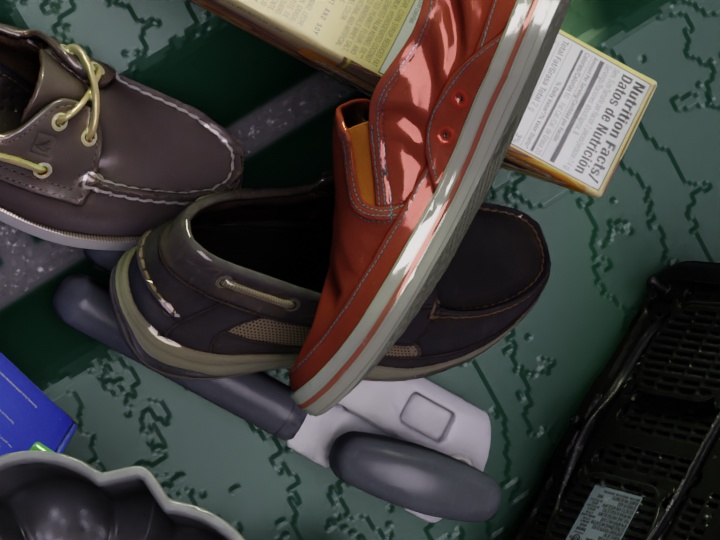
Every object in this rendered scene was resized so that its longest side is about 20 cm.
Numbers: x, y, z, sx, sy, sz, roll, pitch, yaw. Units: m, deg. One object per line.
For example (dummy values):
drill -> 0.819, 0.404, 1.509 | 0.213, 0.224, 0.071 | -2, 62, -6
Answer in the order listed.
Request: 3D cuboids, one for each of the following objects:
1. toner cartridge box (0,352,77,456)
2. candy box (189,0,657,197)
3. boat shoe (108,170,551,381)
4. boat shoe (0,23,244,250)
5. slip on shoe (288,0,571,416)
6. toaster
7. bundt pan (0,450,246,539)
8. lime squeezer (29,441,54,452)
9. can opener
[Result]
toner cartridge box -> -0.208, 0.032, 1.001 | 0.200, 0.043, 0.095 | 45, 41, -16
candy box -> 0.006, -0.100, 1.032 | 0.199, 0.115, 0.055 | 26, 91, -17
boat shoe -> 0.000, 0.000, 1.038 | 0.199, 0.073, 0.075 | -8, 65, -34
boat shoe -> -0.134, -0.062, 1.016 | 0.199, 0.060, 0.072 | 16, 56, -15
slip on shoe -> 0.016, -0.038, 0.960 | 0.061, 0.074, 0.201 | 26, 110, 6
toaster -> 0.155, 0.098, 1.072 | 0.118, 0.200, 0.181 | 34, 79, -20
bundt pan -> -0.108, 0.164, 0.928 | 0.201, 0.076, 0.203 | 0, 87, 4
lime squeezer -> -0.061, 0.149, 0.985 | 0.070, 0.038, 0.201 | -22, 82, 15
can opener -> -0.028, 0.044, 1.067 | 0.200, 0.067, 0.053 | 29, 88, -18
